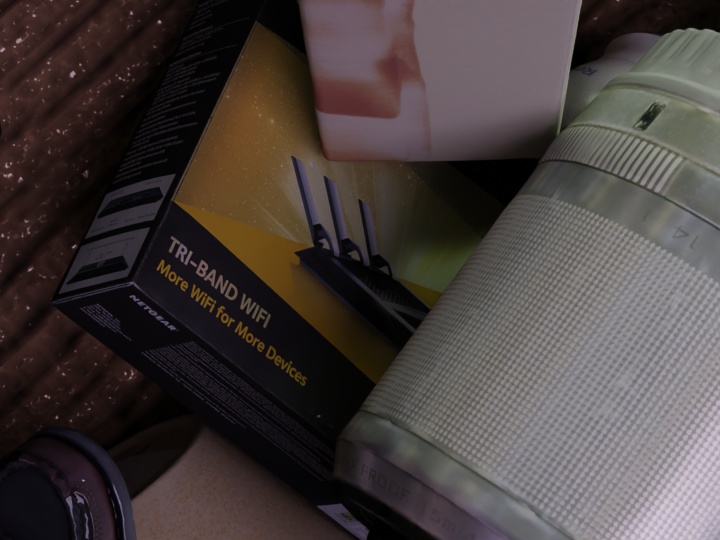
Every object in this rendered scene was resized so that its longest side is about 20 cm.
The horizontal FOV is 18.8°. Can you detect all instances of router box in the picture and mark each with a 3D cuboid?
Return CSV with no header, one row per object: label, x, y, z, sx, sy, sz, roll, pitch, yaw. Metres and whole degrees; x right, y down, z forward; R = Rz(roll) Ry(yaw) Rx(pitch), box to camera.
router box,0.000,0.000,0.811,0.200,0.052,0.158,40,57,-30

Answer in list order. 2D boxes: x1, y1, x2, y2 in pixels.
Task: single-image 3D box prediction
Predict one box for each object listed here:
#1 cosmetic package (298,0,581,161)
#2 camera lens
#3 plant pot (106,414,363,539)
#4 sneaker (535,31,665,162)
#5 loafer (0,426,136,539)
cosmetic package,0.022,-0.111,0.679,0.087,0.200,0.104,-2,73,1
camera lens,0.100,0.042,0.720,0.160,0.160,0.200,42,80,-30
plant pot,-0.044,0.162,0.837,0.187,0.187,0.200,-34,102,-9
sneaker,0.113,0.012,0.841,0.087,0.074,0.201,-21,89,-36
loafer,-0.132,0.148,0.760,0.063,0.072,0.201,-22,139,-52
